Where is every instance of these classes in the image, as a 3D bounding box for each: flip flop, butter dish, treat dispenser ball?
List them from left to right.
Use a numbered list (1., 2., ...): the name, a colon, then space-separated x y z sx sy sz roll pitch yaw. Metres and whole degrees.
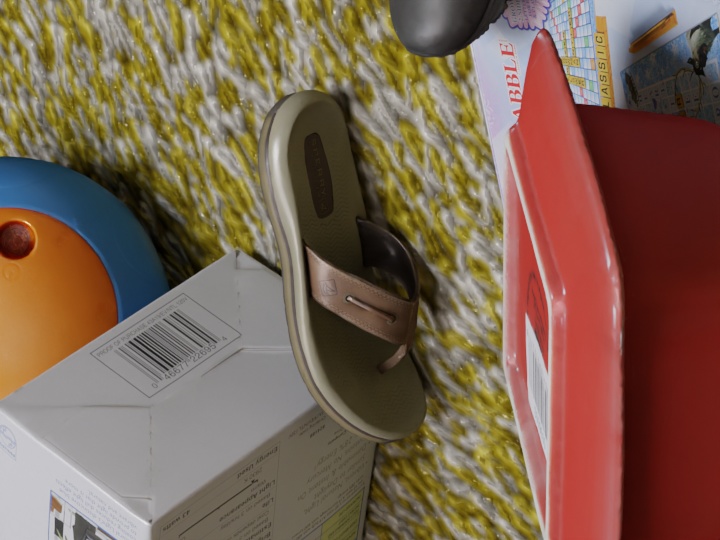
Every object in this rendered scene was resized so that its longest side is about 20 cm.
1. treat dispenser ball: -0.212 0.032 1.377 0.201 0.201 0.201 29 134 34
2. flip flop: 0.000 0.000 1.222 0.057 0.081 0.201 -2 108 34
3. butter dish: 0.140 0.023 0.948 0.200 0.147 0.200 -100 7 -55

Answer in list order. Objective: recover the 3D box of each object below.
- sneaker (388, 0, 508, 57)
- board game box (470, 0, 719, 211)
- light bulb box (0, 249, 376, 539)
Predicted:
1. sneaker: 0.027 -0.192 0.993 0.076 0.091 0.201 16 108 44
2. board game box: 0.140 -0.061 1.031 0.199 0.041 0.201 13 125 44
3. light bulb box: -0.098 0.132 1.314 0.125 0.198 0.200 34 137 27
